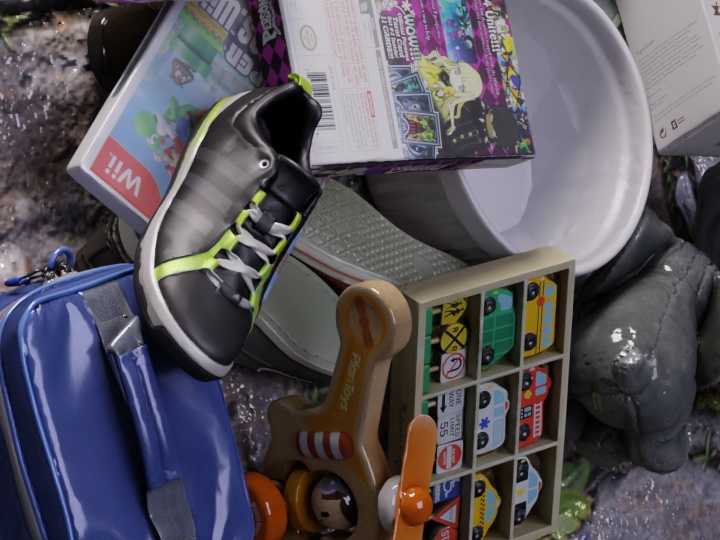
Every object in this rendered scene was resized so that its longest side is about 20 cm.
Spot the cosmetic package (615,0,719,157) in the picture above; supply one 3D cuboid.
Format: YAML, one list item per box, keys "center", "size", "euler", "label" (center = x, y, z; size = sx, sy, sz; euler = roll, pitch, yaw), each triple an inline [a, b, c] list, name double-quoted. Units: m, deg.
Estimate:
- center: [0.239, -0.183, 1.737]
  size: [0.107, 0.085, 0.201]
  euler: [-1, 69, -36]
  label: "cosmetic package"

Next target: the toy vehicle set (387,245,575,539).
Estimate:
- center: [0.075, 0.091, 1.607]
  size: [0.124, 0.026, 0.201]
  euler: [-16, 121, -32]
  label: "toy vehicle set"

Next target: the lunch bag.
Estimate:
- center: [-0.148, 0.086, 1.399]
  size: [0.136, 0.132, 0.201]
  euler: [-20, 97, -44]
  label: "lunch bag"

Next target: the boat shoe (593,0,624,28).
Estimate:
- center: [0.165, -0.227, 1.805]
  size: [0.076, 0.060, 0.200]
  euler: [34, 52, -7]
  label: "boat shoe"

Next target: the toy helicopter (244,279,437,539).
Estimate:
- center: [-0.002, 0.100, 1.492]
  size: [0.079, 0.132, 0.200]
  euler: [-18, 130, -44]
  label: "toy helicopter"

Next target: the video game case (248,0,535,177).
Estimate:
- center: [0.013, -0.157, 1.529]
  size: [0.181, 0.036, 0.201]
  euler: [-6, 81, -39]
  label: "video game case"

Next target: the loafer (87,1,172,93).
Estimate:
- center: [-0.071, -0.131, 1.553]
  size: [0.200, 0.071, 0.073]
  euler: [-6, 87, -44]
  label: "loafer"

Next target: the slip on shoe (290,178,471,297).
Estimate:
- center: [0.000, 0.000, 1.605]
  size: [0.200, 0.061, 0.074]
  euler: [30, 40, -23]
  label: "slip on shoe"

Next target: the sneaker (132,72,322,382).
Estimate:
- center: [-0.065, -0.034, 1.387]
  size: [0.072, 0.083, 0.200]
  euler: [39, 43, -32]
  label: "sneaker"

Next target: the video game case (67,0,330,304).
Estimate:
- center: [-0.072, -0.093, 1.487]
  size: [0.143, 0.017, 0.200]
  euler: [41, 60, -25]
  label: "video game case"

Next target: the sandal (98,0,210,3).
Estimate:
- center: [-0.139, -0.181, 1.458]
  size: [0.202, 0.050, 0.083]
  euler: [2, 60, 0]
  label: "sandal"

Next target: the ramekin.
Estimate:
- center: [0.091, -0.088, 1.676]
  size: [0.200, 0.105, 0.201]
  euler: [9, 77, -42]
  label: "ramekin"

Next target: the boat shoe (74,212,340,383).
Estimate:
- center: [-0.081, 0.019, 1.526]
  size: [0.201, 0.061, 0.072]
  euler: [32, 40, -36]
  label: "boat shoe"

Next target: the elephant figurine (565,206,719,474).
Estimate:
- center: [0.200, 0.026, 1.730]
  size: [0.200, 0.155, 0.142]
  euler: [-56, 129, -25]
  label: "elephant figurine"

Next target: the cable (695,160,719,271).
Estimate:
- center: [0.294, 0.015, 1.793]
  size: [0.069, 0.200, 0.201]
  euler: [-11, 83, -7]
  label: "cable"
